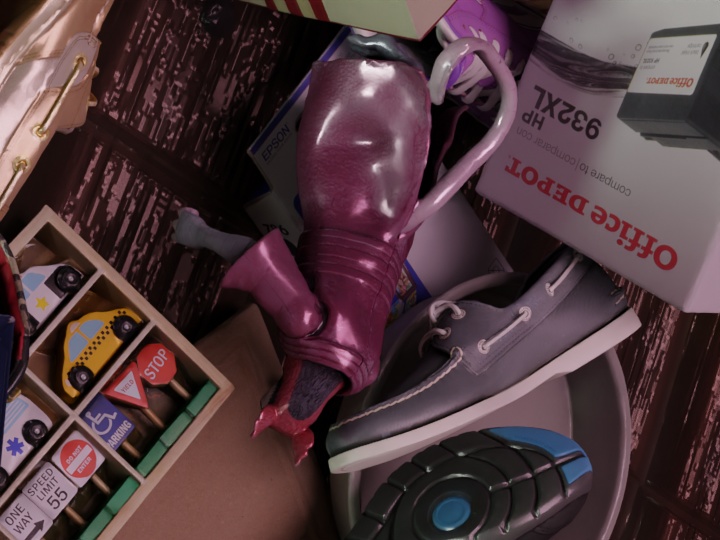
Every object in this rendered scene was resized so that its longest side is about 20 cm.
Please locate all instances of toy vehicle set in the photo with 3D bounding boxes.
[{"bbox_3d":[-0.161,0.082,1.193,0.124,0.026,0.200,43,60,-8],"label":"toy vehicle set"}]

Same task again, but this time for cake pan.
[{"bbox_3d":[0.061,0.099,1.388,0.200,0.037,0.201,-7,101,-39],"label":"cake pan"}]

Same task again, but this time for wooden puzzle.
[{"bbox_3d":[-0.086,0.140,1.302,0.200,0.037,0.186,-39,117,-41],"label":"wooden puzzle"}]

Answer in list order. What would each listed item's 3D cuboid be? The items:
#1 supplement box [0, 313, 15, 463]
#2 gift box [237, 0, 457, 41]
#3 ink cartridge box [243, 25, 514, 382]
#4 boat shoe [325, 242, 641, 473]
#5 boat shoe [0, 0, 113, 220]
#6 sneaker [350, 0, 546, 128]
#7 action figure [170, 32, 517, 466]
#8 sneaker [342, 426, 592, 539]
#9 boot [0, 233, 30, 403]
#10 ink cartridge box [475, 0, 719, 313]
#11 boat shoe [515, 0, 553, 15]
[{"bbox_3d":[-0.262,0.068,0.917,0.199,0.199,0.135,7,88,-44],"label":"supplement box"},{"bbox_3d":[-0.027,-0.237,1.245,0.185,0.199,0.187,-53,140,-33],"label":"gift box"},{"bbox_3d":[0.006,-0.024,1.378,0.100,0.039,0.200,-52,126,-28],"label":"ink cartridge box"},{"bbox_3d":[0.053,0.042,1.315,0.199,0.073,0.062,-25,88,-34],"label":"boat shoe"},{"bbox_3d":[-0.157,-0.084,1.200,0.069,0.074,0.200,46,70,-38],"label":"boat shoe"},{"bbox_3d":[0.053,-0.107,1.367,0.200,0.073,0.115,38,27,-29],"label":"sneaker"},{"bbox_3d":[0.000,0.000,1.255,0.134,0.148,0.201,40,56,-49],"label":"action figure"},{"bbox_3d":[0.030,0.149,1.302,0.199,0.073,0.082,-31,131,4],"label":"sneaker"},{"bbox_3d":[-0.179,0.081,1.078,0.073,0.154,0.205,-3,73,-26],"label":"boot"},{"bbox_3d":[0.166,-0.097,1.325,0.084,0.145,0.201,1,115,-54],"label":"ink cartridge box"},{"bbox_3d":[0.094,-0.213,1.405,0.074,0.075,0.201,45,40,-38],"label":"boat shoe"}]
